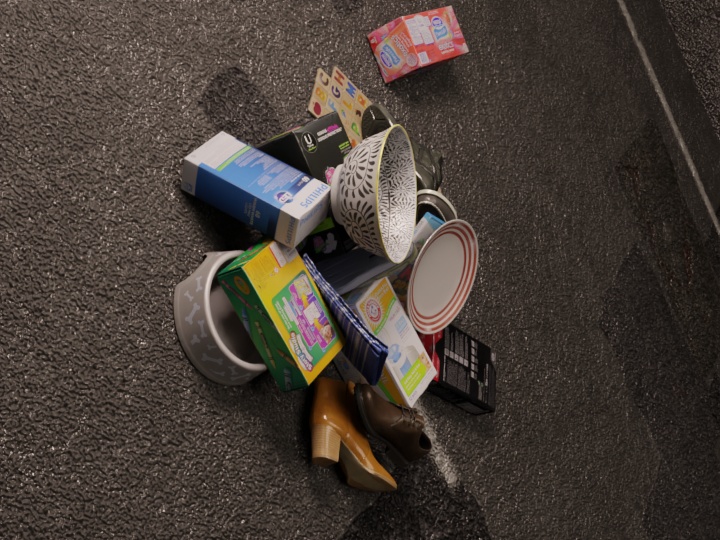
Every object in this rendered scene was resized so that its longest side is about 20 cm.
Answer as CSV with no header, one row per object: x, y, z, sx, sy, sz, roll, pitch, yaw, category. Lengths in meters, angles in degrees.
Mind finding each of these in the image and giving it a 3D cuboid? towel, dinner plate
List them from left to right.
-0.031,0.077,1.619,0.024,0.145,0.200,-35,73,-19,towel
0.135,0.009,1.804,0.199,0.024,0.203,-29,130,-41,dinner plate

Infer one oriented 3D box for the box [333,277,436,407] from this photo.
0.023,0.123,1.748,0.112,0.101,0.202,-44,111,-50,box

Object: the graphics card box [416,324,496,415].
0.176,0.176,1.962,0.199,0.050,0.127,29,55,-41,graphics card box

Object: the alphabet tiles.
-0.020,-0.265,1.920,0.200,0.006,0.168,40,49,-35,alphabet tiles

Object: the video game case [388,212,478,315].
0.101,0.008,1.840,0.142,0.201,0.018,26,14,-44,video game case

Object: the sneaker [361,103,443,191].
0.080,-0.216,1.945,0.200,0.076,0.114,55,32,9,sneaker

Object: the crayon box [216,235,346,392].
-0.111,0.059,1.547,0.119,0.058,0.202,-44,111,-49,crayon box

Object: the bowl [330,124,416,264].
0.013,-0.111,1.569,0.200,0.093,0.204,0,90,-72,bowl

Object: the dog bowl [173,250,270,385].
-0.179,0.064,1.556,0.199,0.058,0.203,23,59,-44,dog bowl

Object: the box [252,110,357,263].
-0.082,-0.122,1.672,0.124,0.147,0.202,-33,104,-50,box

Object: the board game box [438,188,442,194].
0.101,-0.072,1.964,0.199,0.046,0.153,-22,94,-52,board game box

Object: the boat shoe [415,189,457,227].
0.135,-0.059,1.869,0.202,0.071,0.061,64,35,-49,boat shoe

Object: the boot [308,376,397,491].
-0.006,0.258,1.690,0.201,0.070,0.146,36,47,-40,boot

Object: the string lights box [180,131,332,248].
-0.152,-0.120,1.560,0.198,0.059,0.103,28,40,14,string lights box

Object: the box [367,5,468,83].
0.114,-0.443,2.083,0.199,0.094,0.104,-31,100,-52,box

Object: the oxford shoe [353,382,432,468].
0.053,0.231,1.680,0.200,0.084,0.073,50,24,-42,oxford shoe

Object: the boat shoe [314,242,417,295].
0.000,0.000,1.699,0.062,0.198,0.073,40,34,-57,boat shoe
